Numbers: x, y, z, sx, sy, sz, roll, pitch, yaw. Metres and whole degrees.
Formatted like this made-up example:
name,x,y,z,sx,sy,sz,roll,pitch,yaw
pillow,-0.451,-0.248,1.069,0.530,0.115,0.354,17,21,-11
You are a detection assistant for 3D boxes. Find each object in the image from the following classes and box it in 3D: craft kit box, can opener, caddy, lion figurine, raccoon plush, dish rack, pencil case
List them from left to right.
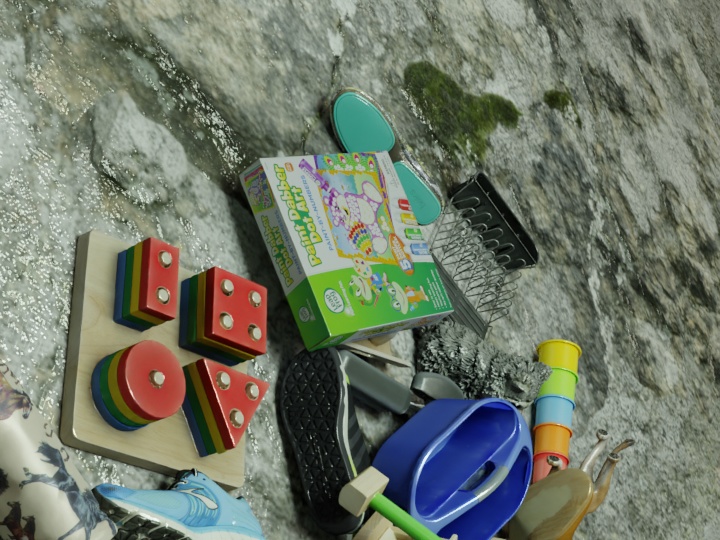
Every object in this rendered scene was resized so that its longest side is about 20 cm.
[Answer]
name,x,y,z,sx,sy,sz,roll,pitch,yaw
pencil case,-0.269,0.154,0.998,0.201,0.089,0.078,59,24,-14
craft kit box,-0.012,-0.027,1.369,0.197,0.048,0.201,-11,73,-44
can opener,0.032,0.126,1.419,0.200,0.052,0.067,28,70,-39
caddy,0.104,0.220,1.378,0.200,0.105,0.142,-38,117,-36
raccoon plush,0.127,0.086,1.493,0.201,0.134,0.097,58,38,-13
dish rack,0.148,-0.009,1.639,0.154,0.054,0.200,50,40,-22
lion figurine,0.255,0.273,1.563,0.199,0.072,0.123,-11,121,-39

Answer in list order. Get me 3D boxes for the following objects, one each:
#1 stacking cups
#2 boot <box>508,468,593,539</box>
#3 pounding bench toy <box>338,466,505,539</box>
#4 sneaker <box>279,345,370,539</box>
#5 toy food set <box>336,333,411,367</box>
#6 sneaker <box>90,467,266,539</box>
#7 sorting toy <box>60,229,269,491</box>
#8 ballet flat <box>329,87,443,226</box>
name,x,y,z,sx,sy,sz,roll,pitch,yaw
stacking cups,0.252,0.188,1.663,0.060,0.060,0.201,35,48,-37
boot,0.223,0.308,1.467,0.144,0.201,0.071,23,26,-40
pounding bench toy,0.061,0.292,1.225,0.124,0.155,0.201,-39,130,-53
sneaker,-0.031,0.176,1.322,0.083,0.071,0.201,33,47,-66
toy food set,0.000,0.000,1.439,0.143,0.060,0.201,21,56,-46
sneaker,-0.164,0.215,1.129,0.200,0.078,0.090,28,33,-46
sorting toy,-0.164,0.078,1.182,0.200,0.069,0.200,26,53,-43
ballet flat,0.027,-0.139,1.554,0.201,0.072,0.072,52,39,-21
